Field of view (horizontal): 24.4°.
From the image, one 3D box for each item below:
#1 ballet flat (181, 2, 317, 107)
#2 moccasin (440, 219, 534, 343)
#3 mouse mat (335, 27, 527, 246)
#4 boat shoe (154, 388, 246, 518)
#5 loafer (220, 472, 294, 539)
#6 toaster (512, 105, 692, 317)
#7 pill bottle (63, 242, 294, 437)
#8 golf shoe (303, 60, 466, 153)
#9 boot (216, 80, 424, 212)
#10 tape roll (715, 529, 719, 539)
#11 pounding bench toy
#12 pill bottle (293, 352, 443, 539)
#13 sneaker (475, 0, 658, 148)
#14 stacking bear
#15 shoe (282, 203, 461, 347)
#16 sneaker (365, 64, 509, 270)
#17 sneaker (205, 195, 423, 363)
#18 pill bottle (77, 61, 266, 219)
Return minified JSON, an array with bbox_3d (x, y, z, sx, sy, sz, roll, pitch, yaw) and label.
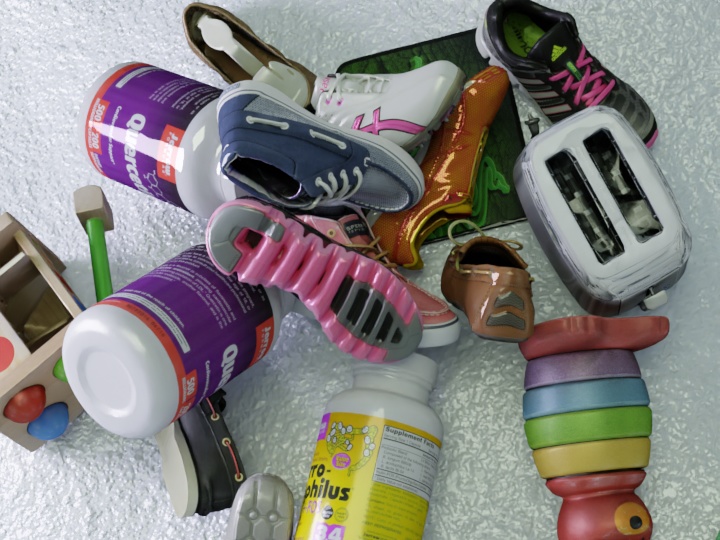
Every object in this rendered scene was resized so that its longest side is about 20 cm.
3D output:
[{"bbox_3d":[-0.097,-0.187,1.548,0.200,0.072,0.068,44,93,21],"label":"ballet flat"},{"bbox_3d":[0.105,0.001,1.383,0.073,0.201,0.078,8,100,0],"label":"moccasin"},{"bbox_3d":[0.068,-0.122,1.529,0.160,0.008,0.201,-14,70,6],"label":"mouse mat"},{"bbox_3d":[-0.151,0.122,1.460,0.063,0.074,0.202,-6,57,-25],"label":"boat shoe"},{"bbox_3d":[-0.094,0.268,1.392,0.070,0.070,0.201,15,92,-3],"label":"loafer"},{"bbox_3d":[0.199,-0.058,1.391,0.113,0.129,0.201,-27,85,2],"label":"toaster"},{"bbox_3d":[-0.143,0.048,1.383,0.112,0.113,0.200,34,41,20],"label":"pill bottle"},{"bbox_3d":[0.001,-0.137,1.454,0.200,0.092,0.073,-26,32,36],"label":"golf shoe"},{"bbox_3d":[-0.032,-0.076,1.375,0.199,0.073,0.091,23,40,-23],"label":"boot"},{"bbox_3d":[0.374,0.255,1.313,0.199,0.048,0.201,-4,70,10],"label":"tape roll"},{"bbox_3d":[-0.267,0.038,1.472,0.200,0.124,0.156,-40,67,-4],"label":"pounding bench toy"},{"bbox_3d":[0.010,0.168,1.386,0.104,0.104,0.201,8,72,14],"label":"pill bottle"},{"bbox_3d":[0.180,-0.177,1.480,0.074,0.087,0.200,-45,73,-7],"label":"sneaker"},{"bbox_3d":[0.191,0.145,1.358,0.121,0.114,0.201,1,78,-33],"label":"stacking bear"},{"bbox_3d":[0.000,0.000,1.428,0.199,0.071,0.091,16,112,35],"label":"shoe"},{"bbox_3d":[0.082,-0.089,1.480,0.077,0.073,0.200,31,90,16],"label":"sneaker"},{"bbox_3d":[-0.033,0.000,1.362,0.200,0.095,0.079,35,99,-10],"label":"sneaker"},{"bbox_3d":[-0.153,-0.112,1.484,0.200,0.112,0.113,22,76,38],"label":"pill bottle"}]
